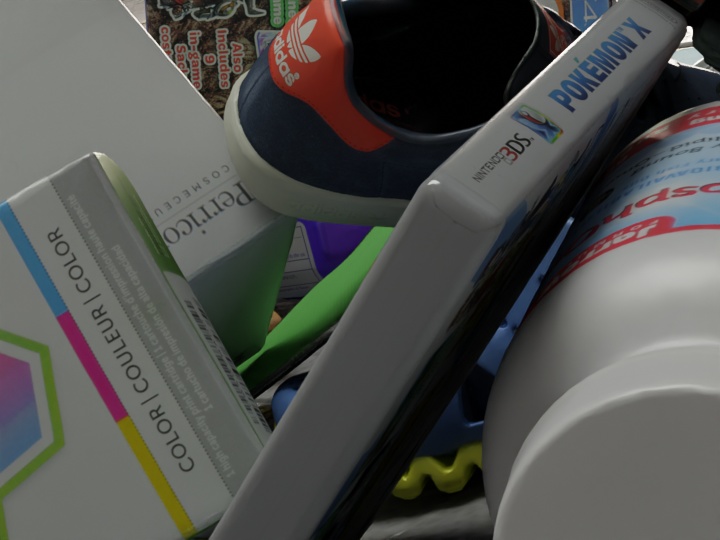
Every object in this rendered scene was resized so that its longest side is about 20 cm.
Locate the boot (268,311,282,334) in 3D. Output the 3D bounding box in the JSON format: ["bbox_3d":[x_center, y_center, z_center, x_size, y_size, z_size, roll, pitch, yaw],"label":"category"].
[{"bbox_3d":[-0.123,0.059,0.931,0.200,0.069,0.188,-15,4,-14],"label":"boot"}]

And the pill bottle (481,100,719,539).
[{"bbox_3d":[0.089,0.032,0.572,0.109,0.109,0.200,-15,13,18],"label":"pill bottle"}]

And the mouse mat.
[{"bbox_3d":[0.000,0.000,0.861,0.200,0.008,0.161,-45,5,-41],"label":"mouse mat"}]

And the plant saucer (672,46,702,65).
[{"bbox_3d":[0.134,-0.069,1.067,0.201,0.039,0.201,-11,10,2],"label":"plant saucer"}]

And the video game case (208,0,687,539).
[{"bbox_3d":[0.006,0.032,0.612,0.200,0.022,0.182,-59,-7,27],"label":"video game case"}]

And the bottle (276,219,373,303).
[{"bbox_3d":[-0.003,-0.023,1.036,0.200,0.065,0.083,-8,10,39],"label":"bottle"}]

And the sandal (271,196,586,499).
[{"bbox_3d":[0.063,0.011,0.755,0.200,0.087,0.080,-19,14,8],"label":"sandal"}]

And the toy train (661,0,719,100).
[{"bbox_3d":[0.108,-0.102,0.718,0.085,0.114,0.200,-58,-3,7],"label":"toy train"}]

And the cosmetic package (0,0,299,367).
[{"bbox_3d":[-0.162,-0.015,0.801,0.199,0.200,0.123,-36,-13,-22],"label":"cosmetic package"}]

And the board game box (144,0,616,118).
[{"bbox_3d":[0.009,-0.128,1.072,0.200,0.097,0.159,-3,10,2],"label":"board game box"}]

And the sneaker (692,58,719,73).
[{"bbox_3d":[0.110,-0.017,0.864,0.200,0.075,0.116,-26,15,15],"label":"sneaker"}]

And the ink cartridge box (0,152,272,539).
[{"bbox_3d":[-0.128,0.064,0.657,0.200,0.104,0.059,-30,-8,0],"label":"ink cartridge box"}]

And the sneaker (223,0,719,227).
[{"bbox_3d":[0.060,-0.056,0.769,0.200,0.075,0.085,-2,-33,-27],"label":"sneaker"}]
